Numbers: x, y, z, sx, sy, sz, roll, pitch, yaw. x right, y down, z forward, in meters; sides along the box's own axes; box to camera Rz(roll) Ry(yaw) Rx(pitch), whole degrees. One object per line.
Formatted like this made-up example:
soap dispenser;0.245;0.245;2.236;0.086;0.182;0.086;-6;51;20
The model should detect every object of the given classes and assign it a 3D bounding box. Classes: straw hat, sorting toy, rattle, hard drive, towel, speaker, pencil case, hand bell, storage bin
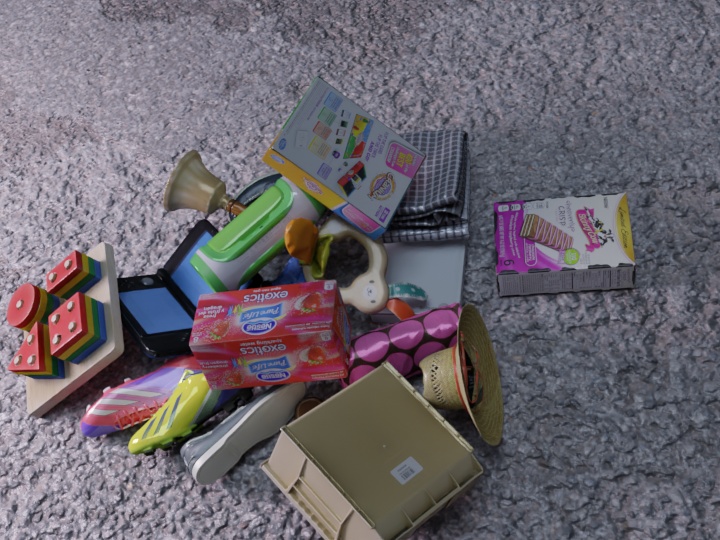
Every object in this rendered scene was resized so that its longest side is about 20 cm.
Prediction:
straw hat;0.120;0.143;1.457;0.084;0.201;0.202;-13;52;19
sorting toy;-0.448;0.078;1.635;0.198;0.069;0.201;-35;49;24
rattle;0.000;0.000;1.553;0.130;0.143;0.200;-41;73;-17
hard drive;0.092;-0.011;1.668;0.131;0.027;0.201;1;55;12
towel;0.084;-0.135;1.692;0.164;0.086;0.201;-3;44;10
speaker;-0.147;-0.051;1.586;0.200;0.089;0.088;-42;57;-8
pencil case;0.062;0.117;1.548;0.198;0.094;0.091;-19;9;-1
hand bell;-0.191;-0.096;1.701;0.199;0.104;0.105;26;62;9
storage bin;0.019;0.246;1.396;0.199;0.094;0.199;-28;63;-39

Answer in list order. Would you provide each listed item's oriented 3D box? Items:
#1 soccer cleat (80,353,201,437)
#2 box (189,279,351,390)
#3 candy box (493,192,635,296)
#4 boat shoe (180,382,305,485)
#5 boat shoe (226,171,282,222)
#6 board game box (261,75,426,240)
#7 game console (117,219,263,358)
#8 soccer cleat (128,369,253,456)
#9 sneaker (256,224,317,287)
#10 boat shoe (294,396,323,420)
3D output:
soccer cleat;-0.306;0.189;1.588;0.199;0.067;0.077;-30;59;-13
box;-0.118;0.088;1.488;0.198;0.100;0.096;-6;45;11
candy box;0.297;-0.039;1.623;0.198;0.061;0.137;-4;54;8
boat shoe;-0.165;0.210;1.535;0.200;0.073;0.062;-40;49;-17
boat shoe;-0.115;-0.117;1.761;0.199;0.075;0.062;-23;42;-16
board game box;-0.021;-0.161;1.582;0.199;0.040;0.154;35;59;-9
game console;-0.270;0.022;1.643;0.170;0.119;0.200;-6;34;-38
soccer cleat;-0.244;0.188;1.555;0.199;0.065;0.084;-32;82;-6
sneaker;-0.114;0.015;1.660;0.110;0.077;0.202;-1;61;-1
boat shoe;-0.039;0.243;1.488;0.071;0.068;0.201;-25;54;-7
